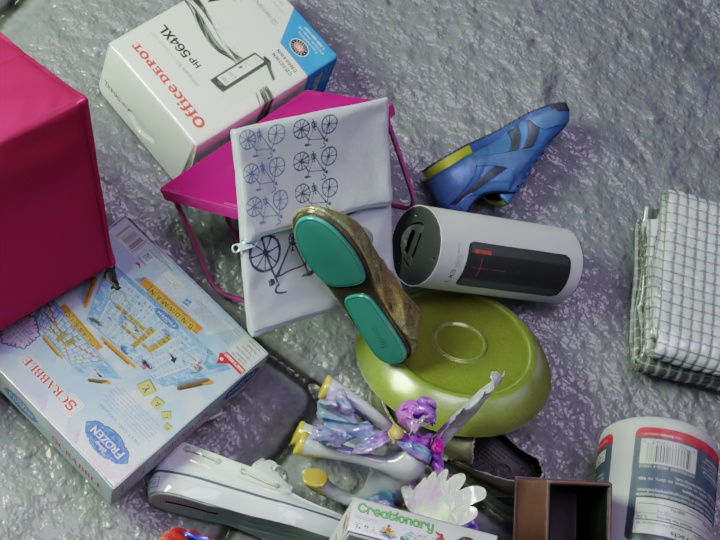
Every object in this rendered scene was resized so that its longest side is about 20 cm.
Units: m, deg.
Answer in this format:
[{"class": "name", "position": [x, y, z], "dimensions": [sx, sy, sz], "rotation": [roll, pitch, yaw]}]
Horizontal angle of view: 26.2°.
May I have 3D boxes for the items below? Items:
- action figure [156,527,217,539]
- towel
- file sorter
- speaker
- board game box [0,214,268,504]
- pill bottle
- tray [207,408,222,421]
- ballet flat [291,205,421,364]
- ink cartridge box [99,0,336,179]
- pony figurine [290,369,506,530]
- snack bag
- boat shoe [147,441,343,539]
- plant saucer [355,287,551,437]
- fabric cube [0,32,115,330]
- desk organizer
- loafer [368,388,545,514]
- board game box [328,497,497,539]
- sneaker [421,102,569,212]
[{"class": "action figure", "position": [-0.120, 0.259, 1.339], "dimensions": [0.198, 0.052, 0.065], "rotation": [6, 32, 28]}, {"class": "towel", "position": [0.371, 0.028, 1.648], "dimensions": [0.164, 0.086, 0.202], "rotation": [13, 62, -9]}, {"class": "file sorter", "position": [-0.062, -0.068, 1.512], "dimensions": [0.199, 0.138, 0.126], "rotation": [-37, 121, -28]}, {"class": "speaker", "position": [0.128, -0.015, 1.556], "dimensions": [0.198, 0.081, 0.082], "rotation": [8, 59, -37]}, {"class": "board game box", "position": [-0.222, 0.077, 1.422], "dimensions": [0.200, 0.041, 0.199], "rotation": [43, 60, 13]}, {"class": "pill bottle", "position": [0.276, 0.254, 1.478], "dimensions": [0.118, 0.120, 0.202], "rotation": [18, 60, -8]}, {"class": "tray", "position": [-0.217, 0.069, 1.472], "dimensions": [0.106, 0.022, 0.202], "rotation": [-18, 70, -26]}, {"class": "ballet flat", "position": [0.000, 0.000, 1.429], "dimensions": [0.071, 0.070, 0.201], "rotation": [-56, 130, -32]}, {"class": "ink cartridge box", "position": [-0.147, -0.204, 1.599], "dimensions": [0.199, 0.084, 0.146], "rotation": [-36, 79, -30]}, {"class": "pony figurine", "position": [0.042, 0.173, 1.401], "dimensions": [0.198, 0.194, 0.168], "rotation": [25, 55, -3]}, {"class": "snack bag", "position": [-0.039, -0.048, 1.431], "dimensions": [0.187, 0.021, 0.203], "rotation": [-15, 111, -38]}, {"class": "boat shoe", "position": [-0.092, 0.202, 1.412], "dimensions": [0.198, 0.074, 0.067], "rotation": [19, 61, -7]}, {"class": "plant saucer", "position": [0.095, 0.079, 1.520], "dimensions": [0.197, 0.031, 0.201], "rotation": [9, 41, -7]}, {"class": "fabric cube", "position": [-0.360, -0.074, 1.365], "dimensions": [0.198, 0.198, 0.199], "rotation": [-32, 50, -30]}, {"class": "desk organizer", "position": [0.183, 0.292, 1.417], "dimensions": [0.071, 0.077, 0.203], "rotation": [5, 82, -15]}, {"class": "loafer", "position": [0.100, 0.157, 1.499], "dimensions": [0.199, 0.070, 0.076], "rotation": [31, 59, 0]}, {"class": "board game box", "position": [0.031, 0.259, 1.345], "dimensions": [0.125, 0.200, 0.035], "rotation": [16, 60, -5]}, {"class": "sneaker", "position": [0.157, -0.115, 1.667], "dimensions": [0.199, 0.066, 0.079], "rotation": [-30, 87, -28]}]
